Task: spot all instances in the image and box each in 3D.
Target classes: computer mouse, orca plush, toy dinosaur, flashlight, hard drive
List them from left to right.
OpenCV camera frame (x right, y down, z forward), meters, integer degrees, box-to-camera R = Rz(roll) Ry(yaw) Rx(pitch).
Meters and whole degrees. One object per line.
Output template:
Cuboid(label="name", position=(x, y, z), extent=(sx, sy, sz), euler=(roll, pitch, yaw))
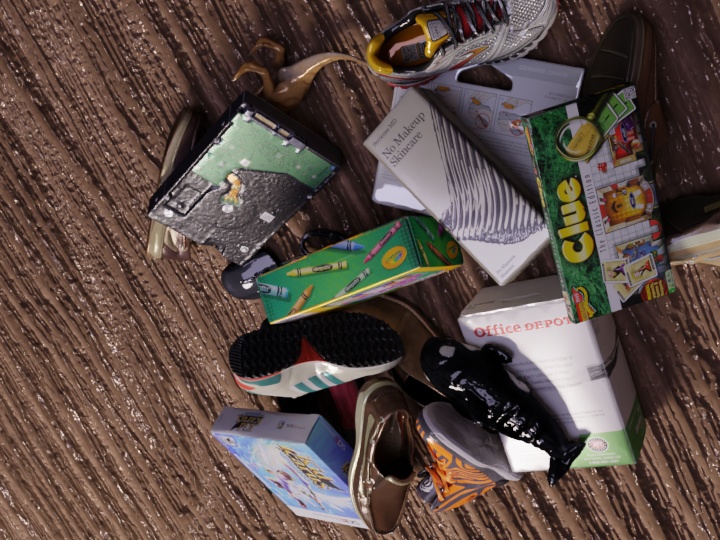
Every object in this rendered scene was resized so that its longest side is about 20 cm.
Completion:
Cuboid(label="hard drive", position=(-0.135, -0.101, 1.068), extent=(0.139, 0.038, 0.200), euler=(28, 129, -29))
Cuboid(label="computer mouse", position=(-0.096, -0.005, 1.140), extent=(0.199, 0.034, 0.059), euler=(-20, 103, 32))
Cuboid(label="toy dinosaur", position=(-0.076, -0.212, 1.026), extent=(0.106, 0.061, 0.200), euler=(35, 135, -17))
Cuboid(label="flashlight", position=(-0.023, 0.151, 1.145), extent=(0.068, 0.067, 0.202), euler=(16, 129, 61))
Cuboid(label="orca plush", position=(0.135, 0.153, 0.977), extent=(0.200, 0.071, 0.105), euler=(49, 131, 1))

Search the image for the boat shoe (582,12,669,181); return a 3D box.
Cuboid(label="boat shoe", position=(0.254, -0.139, 0.886), extent=(0.067, 0.072, 0.202), euler=(2, 106, -20))

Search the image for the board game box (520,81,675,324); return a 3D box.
Cuboid(label="board game box", position=(0.219, -0.059, 0.849), extent=(0.104, 0.023, 0.202), euler=(-18, 106, 0))

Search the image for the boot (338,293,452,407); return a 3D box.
Cuboid(label="boot", position=(0.048, 0.093, 1.090), extent=(0.199, 0.075, 0.074), euler=(34, 129, 12))

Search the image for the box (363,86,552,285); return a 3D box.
Cuboid(label="box", position=(0.103, -0.085, 0.919), extent=(0.200, 0.068, 0.082), euler=(45, 109, 10))

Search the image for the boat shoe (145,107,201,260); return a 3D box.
Cuboid(label="boat shoe", position=(-0.213, -0.100, 1.141), extent=(0.071, 0.072, 0.202), euler=(11, 114, -14))

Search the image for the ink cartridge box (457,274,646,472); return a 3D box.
Cuboid(label="ink cartridge box", position=(0.210, 0.110, 1.011), extent=(0.145, 0.084, 0.202), euler=(-11, 108, 32))

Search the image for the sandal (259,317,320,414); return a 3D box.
Cuboid(label="sandal", position=(-0.076, 0.141, 1.178), extent=(0.048, 0.075, 0.202), euler=(3, 124, 32))

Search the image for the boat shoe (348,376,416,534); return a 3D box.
Cuboid(label="boat shoe", position=(0.029, 0.228, 1.065), extent=(0.075, 0.074, 0.204), euler=(-140, 41, -56))

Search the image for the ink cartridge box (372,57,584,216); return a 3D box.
Cuboid(label="ink cartridge box", position=(0.121, -0.136, 0.964), extent=(0.198, 0.043, 0.175), euler=(15, 102, 20))

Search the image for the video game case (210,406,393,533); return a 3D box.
Cuboid(label="video game case", position=(-0.067, 0.252, 1.175), extent=(0.180, 0.046, 0.200), euler=(-5, 135, 43))

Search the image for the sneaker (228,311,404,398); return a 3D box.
Cuboid(label="sneaker", position=(-0.051, 0.103, 1.066), extent=(0.198, 0.071, 0.094), euler=(-7, 153, -8))

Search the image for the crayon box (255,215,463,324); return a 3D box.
Cuboid(label="crayon box", position=(0.000, 0.000, 1.026), extent=(0.199, 0.119, 0.059), euler=(-21, 82, 27))

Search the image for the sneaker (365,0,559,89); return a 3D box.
Cuboid(label="sneaker", position=(0.096, -0.227, 0.894), extent=(0.199, 0.082, 0.079), euler=(-21, 89, 23))

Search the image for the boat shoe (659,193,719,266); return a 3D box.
Cuboid(label="boat shoe", position=(0.338, -0.030, 0.895), extent=(0.199, 0.072, 0.076), euler=(-18, 121, 33))

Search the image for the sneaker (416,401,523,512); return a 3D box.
Cuboid(label="sneaker", position=(0.100, 0.225, 1.063), extent=(0.112, 0.078, 0.200), euler=(-37, 135, 16))
